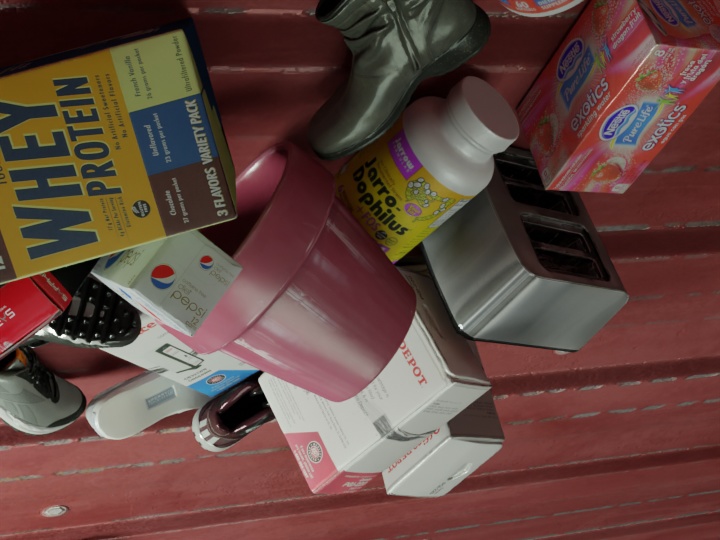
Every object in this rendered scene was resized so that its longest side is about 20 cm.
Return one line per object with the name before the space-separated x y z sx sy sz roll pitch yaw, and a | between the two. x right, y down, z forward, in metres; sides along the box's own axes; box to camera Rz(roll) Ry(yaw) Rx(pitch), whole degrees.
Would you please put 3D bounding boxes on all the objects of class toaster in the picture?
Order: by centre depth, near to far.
toaster | 0.152 -0.024 1.250 0.199 0.182 0.119 9 138 -37

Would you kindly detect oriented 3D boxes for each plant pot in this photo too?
plant pot | -0.056 0.015 1.101 0.179 0.200 0.200 37 126 -18

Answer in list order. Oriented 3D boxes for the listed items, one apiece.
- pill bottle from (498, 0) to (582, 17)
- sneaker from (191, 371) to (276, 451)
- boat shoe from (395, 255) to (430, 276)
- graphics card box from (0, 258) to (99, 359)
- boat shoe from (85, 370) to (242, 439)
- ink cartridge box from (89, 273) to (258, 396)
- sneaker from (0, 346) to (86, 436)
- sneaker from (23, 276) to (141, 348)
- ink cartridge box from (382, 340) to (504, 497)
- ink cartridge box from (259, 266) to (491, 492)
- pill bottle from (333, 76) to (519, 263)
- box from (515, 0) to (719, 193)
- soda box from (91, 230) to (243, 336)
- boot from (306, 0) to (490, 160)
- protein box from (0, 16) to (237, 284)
pill bottle | 0.100 -0.277 0.887 0.112 0.113 0.200 -30 146 21
sneaker | -0.092 0.133 1.395 0.200 0.076 0.115 -37 -179 -25
boat shoe | 0.000 0.000 1.330 0.199 0.072 0.065 9 101 -35
graphics card box | -0.277 -0.002 1.070 0.125 0.200 0.051 -33 108 26
boat shoe | -0.222 0.137 1.428 0.199 0.068 0.072 -28 111 -25
ink cartridge box | -0.170 0.042 1.288 0.146 0.085 0.200 -30 147 21
sneaker | -0.367 0.120 1.333 0.079 0.074 0.200 -35 144 19
sneaker | -0.305 0.041 1.208 0.199 0.067 0.091 10 160 5
ink cartridge box | 0.076 0.146 1.456 0.084 0.201 0.146 7 142 -33
ink cartridge box | 0.013 0.113 1.265 0.200 0.146 0.085 -42 151 24
pill bottle | 0.054 -0.092 1.163 0.104 0.105 0.200 15 136 -41
box | 0.237 -0.171 1.131 0.094 0.103 0.200 1 146 -25
soda box | -0.162 -0.001 1.003 0.064 0.200 0.068 39 80 -19
boot | 0.001 -0.189 1.037 0.200 0.068 0.130 -38 139 19
protein box | -0.205 -0.094 0.917 0.199 0.199 0.136 -16 105 -2
